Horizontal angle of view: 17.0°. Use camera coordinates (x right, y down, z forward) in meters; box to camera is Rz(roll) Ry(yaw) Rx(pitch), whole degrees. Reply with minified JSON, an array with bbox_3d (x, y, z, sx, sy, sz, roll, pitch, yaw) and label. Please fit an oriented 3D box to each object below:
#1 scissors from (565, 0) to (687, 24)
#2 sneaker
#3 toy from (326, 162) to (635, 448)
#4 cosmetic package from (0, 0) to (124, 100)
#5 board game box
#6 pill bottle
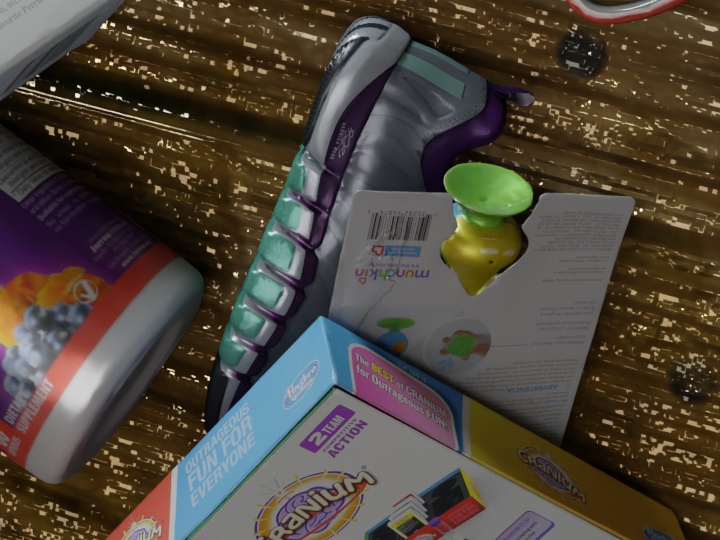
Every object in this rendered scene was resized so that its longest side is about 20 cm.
[{"bbox_3d":[0.163,-0.155,0.927,0.199,0.014,0.074,-18,98,21],"label":"scissors"},{"bbox_3d":[0.000,0.000,0.995,0.087,0.074,0.201,22,115,-1],"label":"sneaker"},{"bbox_3d":[0.031,0.040,0.986,0.114,0.047,0.201,0,130,-17],"label":"toy"},{"bbox_3d":[-0.192,-0.162,0.976,0.200,0.101,0.071,52,143,-2],"label":"cosmetic package"},{"bbox_3d":[0.015,0.120,0.986,0.200,0.040,0.153,30,117,-30],"label":"board game box"},{"bbox_3d":[-0.175,-0.010,1.022,0.200,0.111,0.112,36,114,4],"label":"pill bottle"}]
